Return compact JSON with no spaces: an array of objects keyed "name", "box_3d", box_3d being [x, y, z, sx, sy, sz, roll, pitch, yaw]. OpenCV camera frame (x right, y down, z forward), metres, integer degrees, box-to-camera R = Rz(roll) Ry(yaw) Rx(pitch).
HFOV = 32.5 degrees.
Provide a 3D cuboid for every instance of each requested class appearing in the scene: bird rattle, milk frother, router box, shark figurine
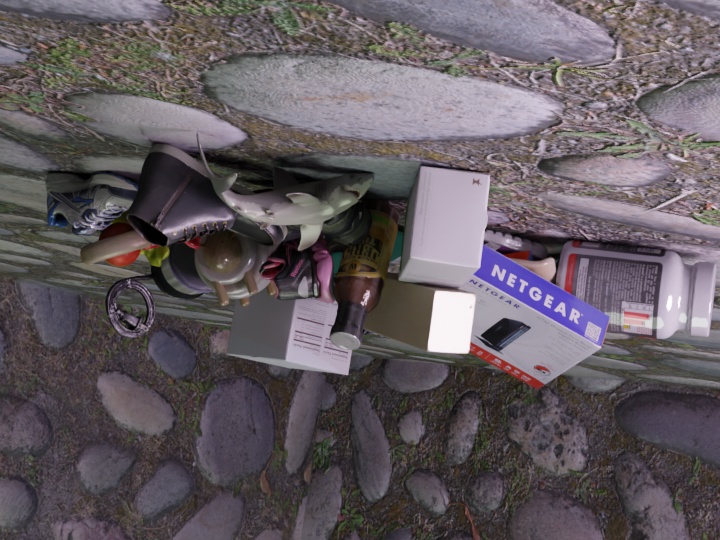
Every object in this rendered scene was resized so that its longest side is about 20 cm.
[{"name":"bird rattle","box_3d":[-0.322,-0.039,1.789,0.161,0.114,0.199,-21,-166,-24]},{"name":"milk frother","box_3d":[-0.311,0.017,2.015,0.178,0.203,0.188,15,170,-16]},{"name":"router box","box_3d":[0.194,0.064,1.609,0.198,0.049,0.180,29,151,-7]},{"name":"shark figurine","box_3d":[-0.105,-0.096,1.449,0.212,0.090,0.129,4,141,-28]}]

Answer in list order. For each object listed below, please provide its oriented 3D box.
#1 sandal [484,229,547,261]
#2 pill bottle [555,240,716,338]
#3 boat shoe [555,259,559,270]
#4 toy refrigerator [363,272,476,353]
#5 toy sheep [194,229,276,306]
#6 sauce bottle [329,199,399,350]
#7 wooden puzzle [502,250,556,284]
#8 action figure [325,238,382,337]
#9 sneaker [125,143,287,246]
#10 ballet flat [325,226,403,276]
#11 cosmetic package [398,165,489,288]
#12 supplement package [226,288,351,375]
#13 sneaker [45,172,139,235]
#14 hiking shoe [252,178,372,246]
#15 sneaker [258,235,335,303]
[{"name":"sandal","box_3d":[0.157,-0.029,1.691,0.199,0.051,0.082,9,171,3]},{"name":"pill bottle","box_3d":[0.360,0.028,1.616,0.197,0.118,0.116,7,172,18]},{"name":"boat shoe","box_3d":[0.296,0.014,1.778,0.197,0.072,0.072,-16,150,20]},{"name":"toy refrigerator","box_3d":[0.068,0.051,1.576,0.069,0.077,0.199,5,-176,-29]},{"name":"toy sheep","box_3d":[-0.185,-0.018,1.869,0.136,0.140,0.200,7,178,11]},{"name":"sauce bottle","box_3d":[0.003,0.005,1.560,0.064,0.202,0.065,9,146,6]},{"name":"wooden puzzle","box_3d":[0.170,0.015,1.671,0.197,0.047,0.186,3,153,15]},{"name":"action figure","box_3d":[0.000,0.000,1.832,0.101,0.201,0.119,-26,155,-20]},{"name":"sneaker","box_3d":[-0.188,-0.056,1.491,0.198,0.107,0.075,30,153,-20]},{"name":"ballet flat","box_3d":[-0.026,-0.029,1.747,0.198,0.068,0.064,-20,-145,-20]},{"name":"cosmetic package","box_3d":[0.095,-0.046,1.435,0.083,0.109,0.200,8,171,0]},{"name":"supplement package","box_3d":[-0.104,0.056,2.036,0.150,0.203,0.150,2,169,44]},{"name":"sneaker","box_3d":[-0.369,-0.089,1.743,0.198,0.087,0.077,2,170,37]},{"name":"hiking shoe","box_3d":[-0.086,-0.086,1.556,0.197,0.077,0.101,3,153,24]},{"name":"sneaker","box_3d":[-0.090,-0.019,1.622,0.094,0.080,0.201,-11,-152,-5]}]
